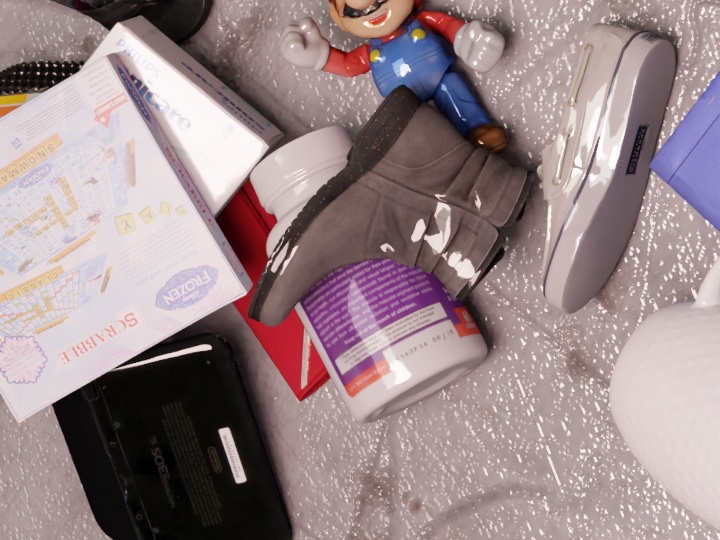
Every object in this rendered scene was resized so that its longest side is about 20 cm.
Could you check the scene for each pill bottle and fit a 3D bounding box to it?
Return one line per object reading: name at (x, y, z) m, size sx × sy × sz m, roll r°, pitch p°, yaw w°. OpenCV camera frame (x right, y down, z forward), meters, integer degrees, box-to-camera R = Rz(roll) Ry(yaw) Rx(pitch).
pill bottle at (0.000, 0.000, 1.560) m, size 0.111 × 0.111 × 0.200 m, roll -35°, pitch 78°, yaw 31°

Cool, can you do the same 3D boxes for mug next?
mug at (0.260, 0.073, 1.377) m, size 0.175 × 0.148 × 0.200 m, roll 30°, pitch 119°, yaw 37°

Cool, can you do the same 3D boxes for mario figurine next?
mario figurine at (0.022, -0.157, 1.523) m, size 0.200 × 0.123 × 0.106 m, roll 62°, pitch 157°, yaw 4°

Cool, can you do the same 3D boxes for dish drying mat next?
dish drying mat at (-0.078, 0.001, 1.667) m, size 0.077 × 0.018 × 0.200 m, roll -44°, pitch 73°, yaw 30°

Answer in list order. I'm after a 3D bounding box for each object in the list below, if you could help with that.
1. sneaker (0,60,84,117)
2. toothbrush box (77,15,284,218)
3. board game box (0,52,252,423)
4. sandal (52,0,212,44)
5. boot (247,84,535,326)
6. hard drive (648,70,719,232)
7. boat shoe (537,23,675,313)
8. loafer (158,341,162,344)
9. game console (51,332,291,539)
sneaker at (-0.208, -0.115, 1.718) m, size 0.200 × 0.070 × 0.090 m, roll 6°, pitch 125°, yaw 26°
toothbrush box at (-0.178, -0.069, 1.610) m, size 0.146 × 0.085 × 0.200 m, roll 39°, pitch 102°, yaw -2°
board game box at (-0.214, -0.023, 1.558) m, size 0.200 × 0.041 × 0.200 m, roll -29°, pitch 96°, yaw 9°
sandal at (-0.206, -0.225, 1.702) m, size 0.200 × 0.048 × 0.075 m, roll 19°, pitch 106°, yaw 31°
boot at (0.023, -0.017, 1.475) m, size 0.132 × 0.070 × 0.200 m, roll 37°, pitch 92°, yaw 0°
hard drive at (0.301, -0.054, 1.409) m, size 0.200 × 0.025 × 0.132 m, roll 45°, pitch 117°, yaw 20°
boat shoe at (0.155, -0.072, 1.476) m, size 0.066 × 0.072 × 0.200 m, roll 24°, pitch 108°, yaw 33°
loafer at (-0.212, -0.027, 1.698) m, size 0.072 × 0.063 × 0.200 m, roll -29°, pitch 94°, yaw 10°
game console at (-0.160, 0.133, 1.698) m, size 0.176 × 0.116 × 0.200 m, roll -14°, pitch 115°, yaw 6°
